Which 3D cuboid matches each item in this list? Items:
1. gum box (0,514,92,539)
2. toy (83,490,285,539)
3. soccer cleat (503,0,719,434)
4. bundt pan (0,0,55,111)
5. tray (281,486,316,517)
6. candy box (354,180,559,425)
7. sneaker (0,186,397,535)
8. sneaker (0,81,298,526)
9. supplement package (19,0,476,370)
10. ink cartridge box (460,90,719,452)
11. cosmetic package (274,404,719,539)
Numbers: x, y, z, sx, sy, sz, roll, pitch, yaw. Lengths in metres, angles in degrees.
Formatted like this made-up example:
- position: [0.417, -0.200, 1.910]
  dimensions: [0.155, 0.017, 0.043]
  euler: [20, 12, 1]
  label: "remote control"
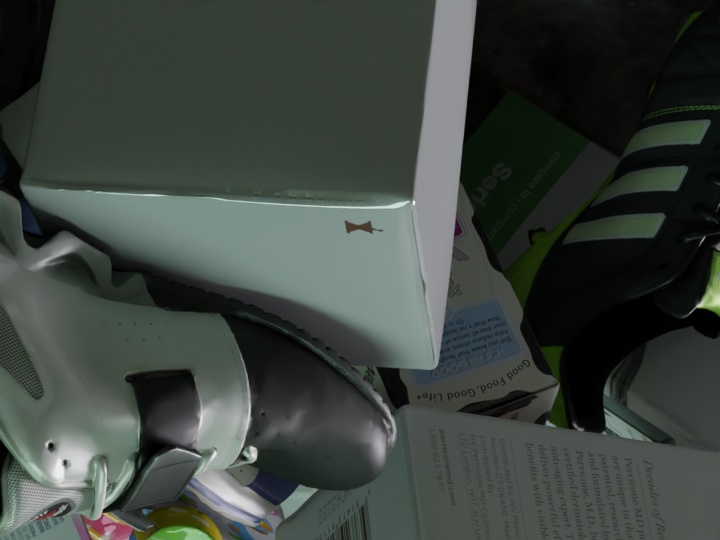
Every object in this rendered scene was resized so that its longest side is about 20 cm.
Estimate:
- position: [-0.158, 0.033, 0.780]
  dimensions: [0.066, 0.201, 0.113]
  euler: [-26, -159, -18]
  label: "gum box"
- position: [-0.082, 0.096, 0.905]
  dimensions: [0.115, 0.047, 0.200]
  euler: [32, -179, -12]
  label: "toy"
- position: [0.123, -0.026, 0.858]
  dimensions: [0.067, 0.081, 0.200]
  euler: [24, 108, -47]
  label: "soccer cleat"
- position: [-0.147, -0.035, 0.880]
  dimensions: [0.200, 0.076, 0.203]
  euler: [-8, 117, -17]
  label: "bundt pan"
- position: [-0.058, 0.080, 1.039]
  dimensions: [0.199, 0.022, 0.108]
  euler: [-5, 109, 46]
  label: "tray"
- position: [0.000, 0.000, 0.889]
  dimensions: [0.061, 0.201, 0.137]
  euler: [-17, 153, -15]
  label: "candy box"
- position: [-0.080, 0.044, 0.680]
  dimensions: [0.199, 0.089, 0.074]
  euler: [24, 151, -27]
  label: "sneaker"
- position: [-0.059, -0.005, 0.837]
  dimensions: [0.115, 0.081, 0.200]
  euler: [-39, 123, -1]
  label: "sneaker"
- position: [-0.025, -0.084, 0.733]
  dimensions: [0.116, 0.201, 0.117]
  euler: [4, 154, 7]
  label: "supplement package"
- position: [0.126, 0.034, 0.966]
  dimensions: [0.200, 0.084, 0.146]
  euler: [35, 168, 30]
  label: "ink cartridge box"
- position: [0.081, 0.111, 0.820]
  dimensions: [0.199, 0.072, 0.101]
  euler: [11, 145, -27]
  label: "cosmetic package"
